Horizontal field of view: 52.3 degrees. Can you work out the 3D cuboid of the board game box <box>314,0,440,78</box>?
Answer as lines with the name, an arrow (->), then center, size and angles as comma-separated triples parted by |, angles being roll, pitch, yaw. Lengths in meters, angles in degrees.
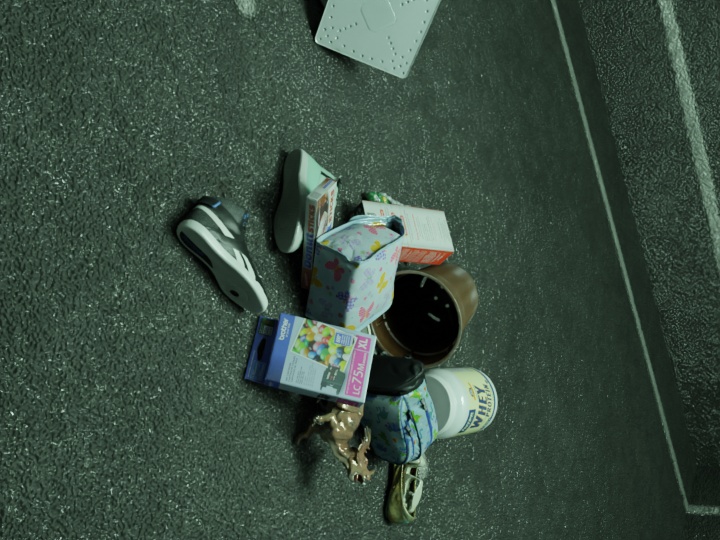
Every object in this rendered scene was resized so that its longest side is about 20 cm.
board game box -> 0.036, -0.500, 1.422 | 0.199, 0.200, 0.026 | 20, 36, -8

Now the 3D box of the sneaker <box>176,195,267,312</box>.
sneaker -> -0.192, -0.035, 1.165 | 0.200, 0.073, 0.112 | 54, 45, -31

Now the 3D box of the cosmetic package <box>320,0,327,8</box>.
cosmetic package -> 0.023, -0.588, 1.500 | 0.200, 0.164, 0.165 | 57, 42, -30

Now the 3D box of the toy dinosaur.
toy dinosaur -> -0.024, 0.253, 1.261 | 0.135, 0.086, 0.201 | 17, 79, -17

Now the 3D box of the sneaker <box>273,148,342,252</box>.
sneaker -> -0.087, -0.110, 1.322 | 0.118, 0.074, 0.201 | 28, 58, -41

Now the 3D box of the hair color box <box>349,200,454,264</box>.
hair color box -> 0.084, -0.075, 1.485 | 0.199, 0.061, 0.102 | 6, 59, -29

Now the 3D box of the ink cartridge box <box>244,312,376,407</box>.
ink cartridge box -> -0.081, 0.144, 1.208 | 0.042, 0.199, 0.120 | 111, -9, -64

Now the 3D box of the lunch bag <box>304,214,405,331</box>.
lunch bag -> 0.000, 0.000, 1.340 | 0.200, 0.127, 0.170 | -31, 140, -46

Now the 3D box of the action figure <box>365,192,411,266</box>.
action figure -> 0.076, -0.109, 1.575 | 0.200, 0.055, 0.119 | 36, 58, -40

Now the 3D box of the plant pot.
plant pot -> 0.147, 0.077, 1.524 | 0.198, 0.199, 0.201 | -26, 104, -60

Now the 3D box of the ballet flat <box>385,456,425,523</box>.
ballet flat -> 0.098, 0.409, 1.481 | 0.071, 0.070, 0.201 | 36, 55, -45

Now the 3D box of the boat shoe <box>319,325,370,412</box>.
boat shoe -> -0.031, 0.167, 1.349 | 0.060, 0.072, 0.203 | 36, 58, -50

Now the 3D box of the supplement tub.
supplement tub -> 0.189, 0.281, 1.566 | 0.200, 0.145, 0.146 | 7, 77, -53

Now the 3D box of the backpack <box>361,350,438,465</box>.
backpack -> 0.069, 0.272, 1.410 | 0.154, 0.163, 0.200 | -56, 134, -32

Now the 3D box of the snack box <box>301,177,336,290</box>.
snack box -> -0.074, -0.061, 1.291 | 0.072, 0.024, 0.201 | -52, 157, -46
